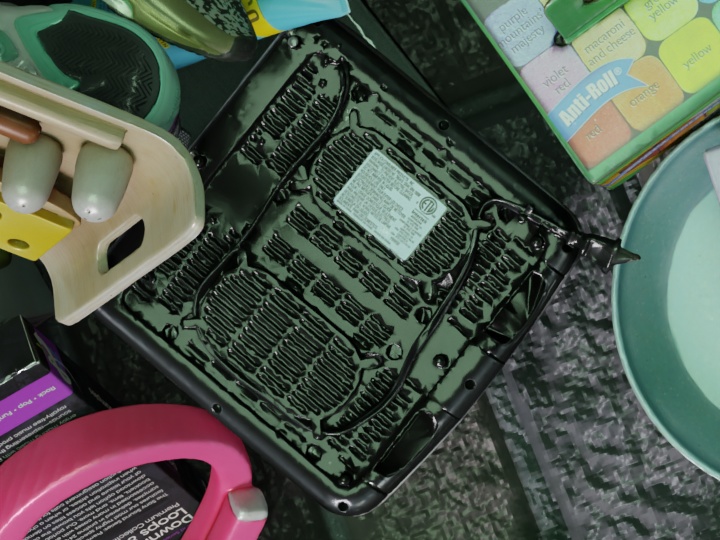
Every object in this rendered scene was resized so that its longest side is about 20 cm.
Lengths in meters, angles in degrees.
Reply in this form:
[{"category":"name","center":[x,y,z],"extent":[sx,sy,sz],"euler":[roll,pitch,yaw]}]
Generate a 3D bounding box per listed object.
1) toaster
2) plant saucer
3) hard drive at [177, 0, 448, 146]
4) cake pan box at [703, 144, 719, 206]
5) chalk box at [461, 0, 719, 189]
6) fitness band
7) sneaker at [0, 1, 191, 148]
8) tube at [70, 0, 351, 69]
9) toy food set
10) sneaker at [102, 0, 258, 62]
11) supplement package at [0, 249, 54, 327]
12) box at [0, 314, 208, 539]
[{"category":"toaster","center":[0.000,0.000,1.290],"extent":[0.200,0.119,0.181],"euler":[39,97,5]},{"category":"plant saucer","center":[0.222,0.013,1.335],"extent":[0.199,0.036,0.201],"euler":[0,92,7]},{"category":"hard drive","center":[-0.030,-0.062,1.369],"extent":[0.139,0.033,0.200],"euler":[-39,87,7]},{"category":"cake pan box","center":[0.274,0.009,1.285],"extent":[0.184,0.052,0.201],"euler":[-17,90,10]},{"category":"chalk box","center":[0.123,-0.121,1.260],"extent":[0.125,0.200,0.124],"euler":[-36,87,8]},{"category":"fitness band","center":[-0.127,0.139,1.323],"extent":[0.200,0.143,0.037],"euler":[-62,41,39]},{"category":"sneaker","center":[-0.171,-0.083,1.232],"extent":[0.200,0.140,0.078],"euler":[20,81,9]},{"category":"tube","center":[-0.070,-0.130,1.266],"extent":[0.050,0.200,0.078],"euler":[-23,93,-36]},{"category":"toy food set","center":[-0.181,-0.036,1.144],"extent":[0.200,0.143,0.061],"euler":[23,62,-22]},{"category":"sneaker","center":[-0.094,-0.181,1.206],"extent":[0.089,0.077,0.200],"euler":[-42,70,29]},{"category":"supplement package","center":[-0.271,-0.022,1.320],"extent":[0.147,0.200,0.192],"euler":[-30,88,7]},{"category":"box","center":[-0.169,0.109,1.320],"extent":[0.143,0.200,0.036],"euler":[-30,53,8]}]
